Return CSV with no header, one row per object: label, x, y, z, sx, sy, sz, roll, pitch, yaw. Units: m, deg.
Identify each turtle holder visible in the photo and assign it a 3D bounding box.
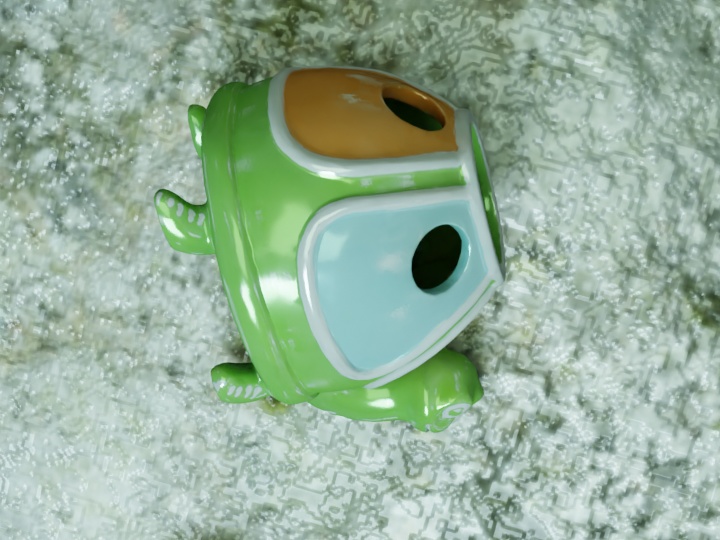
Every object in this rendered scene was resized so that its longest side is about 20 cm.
turtle holder,-0.002,-0.001,0.717,0.131,0.141,0.186,-12,98,9
